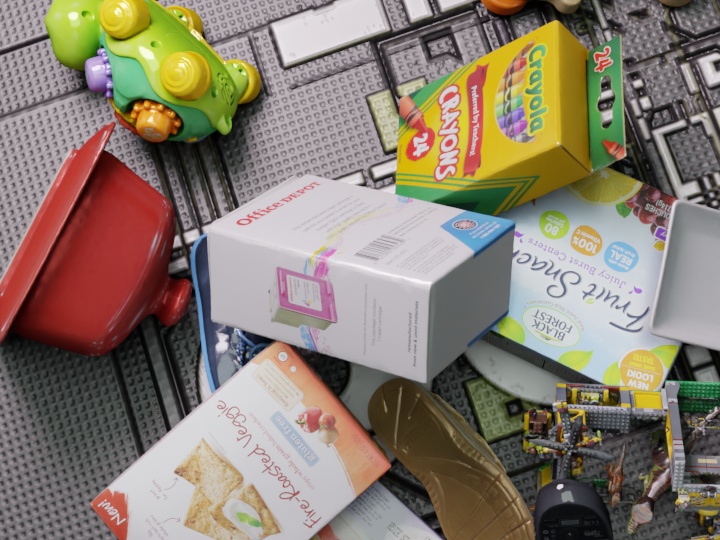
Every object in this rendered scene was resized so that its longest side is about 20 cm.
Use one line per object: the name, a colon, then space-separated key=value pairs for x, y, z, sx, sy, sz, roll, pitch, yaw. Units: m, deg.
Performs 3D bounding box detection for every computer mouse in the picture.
computer mouse: x=0.165 y=0.226 z=1.116 sx=0.058 sy=0.201 sz=0.034 roll=-4 pitch=40 yaw=8

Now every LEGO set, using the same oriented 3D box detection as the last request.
LEGO set: x=0.219 y=0.166 z=1.118 sx=0.198 sy=0.116 sz=0.155 roll=9 pitch=123 yaw=1

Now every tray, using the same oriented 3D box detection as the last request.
tray: x=0.317 y=0.017 z=1.173 sx=0.198 sy=0.022 sz=0.109 roll=13 pitch=86 yaw=-24

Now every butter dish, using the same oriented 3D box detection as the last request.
butter dish: x=-0.208 y=-0.002 z=1.202 sx=0.147 sy=0.199 sz=0.201 roll=28 pitch=82 yaw=-13

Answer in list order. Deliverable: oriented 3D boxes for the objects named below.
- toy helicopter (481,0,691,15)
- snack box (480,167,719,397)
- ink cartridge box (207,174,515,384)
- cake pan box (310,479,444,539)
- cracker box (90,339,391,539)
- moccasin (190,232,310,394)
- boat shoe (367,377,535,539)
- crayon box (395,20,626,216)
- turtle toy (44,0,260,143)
toy helicopter: x=0.204 y=-0.283 z=1.278 sx=0.198 sy=0.079 sz=0.133 roll=14 pitch=70 yaw=-3
snack box: x=0.182 y=0.001 z=1.209 sx=0.199 sy=0.068 sz=0.170 roll=26 pitch=81 yaw=11
ink cartridge box: x=0.000 y=0.000 z=1.129 sx=0.198 sy=0.144 sz=0.085 roll=16 pitch=118 yaw=28
cake pan box: x=0.011 y=0.290 z=1.170 sx=0.200 sy=0.052 sz=0.184 roll=43 pitch=86 yaw=12
cracker box: x=-0.092 y=0.165 z=1.140 sx=0.200 sy=0.058 sz=0.134 roll=-41 pitch=91 yaw=-1
moccasin: x=-0.091 y=0.055 z=1.208 sx=0.068 sy=0.080 sz=0.202 roll=-22 pitch=77 yaw=23
boat shoe: x=0.088 y=0.169 z=1.180 sx=0.074 sy=0.069 sz=0.201 roll=-41 pitch=74 yaw=17
crayon box: x=0.118 y=-0.116 z=1.177 sx=0.199 sy=0.051 sz=0.128 roll=-23 pitch=49 yaw=35
turtle toy: x=-0.186 y=-0.178 z=1.254 sx=0.200 sy=0.146 sz=0.101 roll=43 pitch=105 yaw=12
